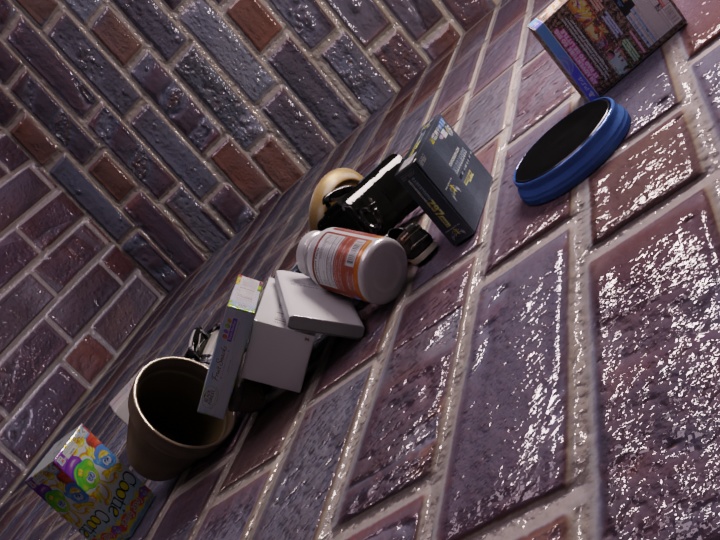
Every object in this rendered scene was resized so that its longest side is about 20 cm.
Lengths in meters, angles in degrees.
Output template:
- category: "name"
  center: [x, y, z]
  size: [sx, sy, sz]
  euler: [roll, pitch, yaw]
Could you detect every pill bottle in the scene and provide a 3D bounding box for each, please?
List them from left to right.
- category: "pill bottle"
  center: [-0.021, -0.014, 1.460]
  size: [0.198, 0.113, 0.113]
  euler: [14, 55, 47]

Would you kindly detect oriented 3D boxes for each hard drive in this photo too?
- category: "hard drive"
  center: [-0.075, 0.056, 1.462]
  size: [0.201, 0.129, 0.027]
  euler: [-118, 40, -65]

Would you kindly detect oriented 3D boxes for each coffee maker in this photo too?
- category: "coffee maker"
  center: [-0.339, 0.242, 1.797]
  size: [0.194, 0.133, 0.201]
  euler: [-63, 1, 30]
- category: "coffee maker"
  center: [0.041, -0.125, 1.661]
  size: [0.190, 0.136, 0.200]
  euler: [-1, 34, 48]

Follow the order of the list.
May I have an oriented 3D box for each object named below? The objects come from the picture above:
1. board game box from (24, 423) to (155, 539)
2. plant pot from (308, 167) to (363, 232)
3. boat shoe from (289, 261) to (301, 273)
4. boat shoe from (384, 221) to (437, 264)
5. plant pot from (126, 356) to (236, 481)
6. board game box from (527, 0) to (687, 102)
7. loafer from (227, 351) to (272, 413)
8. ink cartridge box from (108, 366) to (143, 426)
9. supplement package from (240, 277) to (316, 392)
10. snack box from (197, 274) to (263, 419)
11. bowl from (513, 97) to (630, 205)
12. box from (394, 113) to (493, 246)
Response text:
- category: "board game box"
  center: [-0.499, 0.407, 1.565]
  size: [0.104, 0.200, 0.104]
  euler: [-34, 16, 30]
- category: "plant pot"
  center: [-0.028, -0.111, 1.757]
  size: [0.027, 0.202, 0.201]
  euler: [6, 47, 44]
- category: "boat shoe"
  center: [-0.130, 0.043, 1.713]
  size: [0.200, 0.070, 0.092]
  euler: [-44, 17, 28]
- category: "boat shoe"
  center: [0.075, -0.052, 1.525]
  size: [0.072, 0.068, 0.200]
  euler: [-48, 11, -12]
- category: "plant pot"
  center: [-0.353, 0.292, 1.558]
  size: [0.174, 0.198, 0.201]
  euler: [-53, 6, 33]
- category: "board game box"
  center: [0.409, -0.414, 1.412]
  size: [0.199, 0.160, 0.097]
  euler: [-39, 13, 16]
- category: "loafer"
  center: [-0.199, 0.215, 1.560]
  size: [0.201, 0.070, 0.074]
  euler: [-92, 22, -71]
- category: "ink cartridge box"
  center: [-0.503, 0.320, 1.993]
  size: [0.126, 0.129, 0.199]
  euler: [-47, 13, -16]
- category: "supplement package"
  center: [-0.135, 0.110, 1.488]
  size: [0.201, 0.107, 0.116]
  euler: [-86, 12, -71]
- category: "snack box"
  center: [-0.221, 0.128, 1.438]
  size: [0.143, 0.052, 0.204]
  euler: [-88, 16, -70]
- category: "bowl"
  center: [0.312, -0.182, 1.269]
  size: [0.200, 0.039, 0.201]
  euler: [-42, 14, 12]
- category: "box"
  center: [0.147, -0.158, 1.430]
  size: [0.051, 0.158, 0.201]
  euler: [-32, 17, 34]
